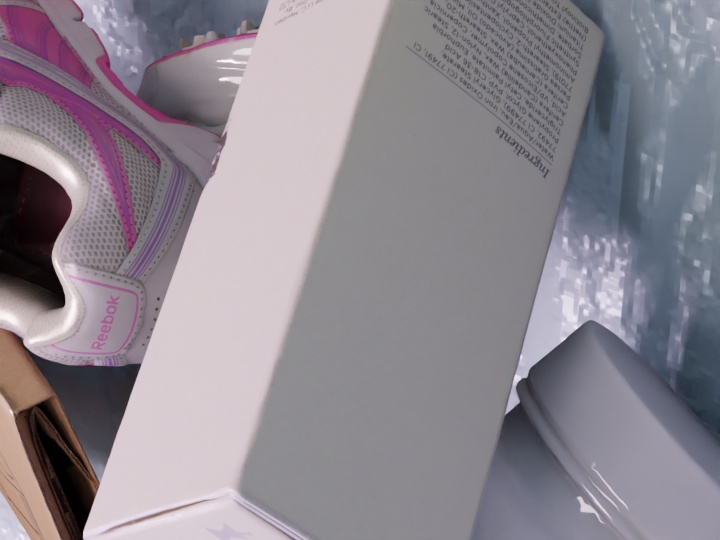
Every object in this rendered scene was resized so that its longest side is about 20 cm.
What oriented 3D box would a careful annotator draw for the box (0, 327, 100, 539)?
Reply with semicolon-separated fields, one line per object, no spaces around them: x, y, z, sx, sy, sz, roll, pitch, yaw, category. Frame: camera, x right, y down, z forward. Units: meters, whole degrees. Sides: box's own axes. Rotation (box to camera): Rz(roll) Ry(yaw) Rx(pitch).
-0.124;0.042;0.900;0.200;0.021;0.164;50;164;45;box

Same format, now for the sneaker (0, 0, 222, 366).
-0.112;-0.037;0.803;0.200;0.088;0.081;33;114;32;sneaker

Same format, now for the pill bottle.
0.021;0.111;0.779;0.200;0.111;0.111;-43;75;9;pill bottle

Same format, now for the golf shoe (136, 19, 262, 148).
-0.070;-0.015;0.867;0.200;0.075;0.092;-19;75;46;golf shoe

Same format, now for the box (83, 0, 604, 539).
0.000;0.000;0.734;0.082;0.200;0.068;38;144;-29;box
